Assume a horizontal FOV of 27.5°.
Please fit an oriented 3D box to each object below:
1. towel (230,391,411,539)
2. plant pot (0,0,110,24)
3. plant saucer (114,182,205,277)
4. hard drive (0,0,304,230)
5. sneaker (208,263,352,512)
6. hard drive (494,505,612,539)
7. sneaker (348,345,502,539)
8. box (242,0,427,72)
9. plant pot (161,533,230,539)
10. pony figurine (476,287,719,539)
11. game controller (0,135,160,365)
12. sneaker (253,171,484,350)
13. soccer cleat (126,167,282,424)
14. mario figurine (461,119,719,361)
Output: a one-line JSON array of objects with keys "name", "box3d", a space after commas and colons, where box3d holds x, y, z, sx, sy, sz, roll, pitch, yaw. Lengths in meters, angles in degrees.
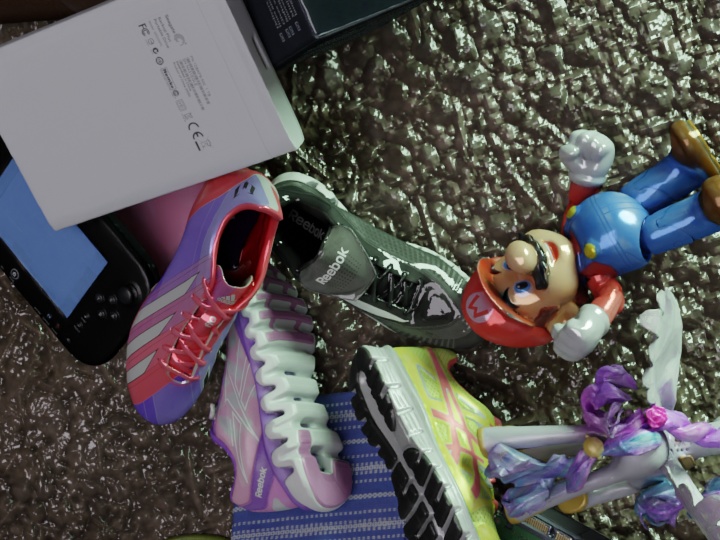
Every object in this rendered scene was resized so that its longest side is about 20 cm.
[{"name": "towel", "box3d": [-0.026, 0.184, 1.059, 0.144, 0.024, 0.201, -9, 58, 19]}, {"name": "plant pot", "box3d": [-0.237, -0.261, 1.042, 0.197, 0.200, 0.202, -4, 95, 24]}, {"name": "plant saucer", "box3d": [-0.174, -0.049, 1.106, 0.199, 0.051, 0.202, 3, 98, 23]}, {"name": "hard drive", "box3d": [-0.151, -0.113, 0.979, 0.199, 0.027, 0.133, -16, 112, 24]}, {"name": "sneaker", "box3d": [-0.076, 0.087, 1.066, 0.088, 0.080, 0.202, -25, 68, 27]}, {"name": "hard drive", "box3d": [0.136, 0.275, 1.032, 0.139, 0.038, 0.202, 24, 111, 36]}, {"name": "sneaker", "box3d": [0.067, 0.130, 1.013, 0.201, 0.090, 0.078, 67, 150, 26]}, {"name": "box", "box3d": [-0.037, -0.220, 0.957, 0.106, 0.200, 0.149, -24, 97, -16]}, {"name": "plant pot", "box3d": [-0.145, 0.317, 1.075, 0.198, 0.190, 0.202, 2, 97, 16]}, {"name": "pony figurine", "box3d": [0.183, 0.112, 0.955, 0.199, 0.193, 0.168, -14, 75, 20]}, {"name": "game controller", "box3d": [-0.229, -0.027, 1.082, 0.200, 0.042, 0.104, 48, 111, 12]}, {"name": "sneaker", "box3d": [0.000, 0.000, 1.045, 0.199, 0.090, 0.067, 33, 106, 11]}, {"name": "soccer cleat", "box3d": [-0.108, 0.024, 1.013, 0.066, 0.076, 0.201, 16, 106, -29]}, {"name": "mario figurine", "box3d": [0.151, -0.021, 0.984, 0.199, 0.124, 0.106, -34, 107, 13]}]
